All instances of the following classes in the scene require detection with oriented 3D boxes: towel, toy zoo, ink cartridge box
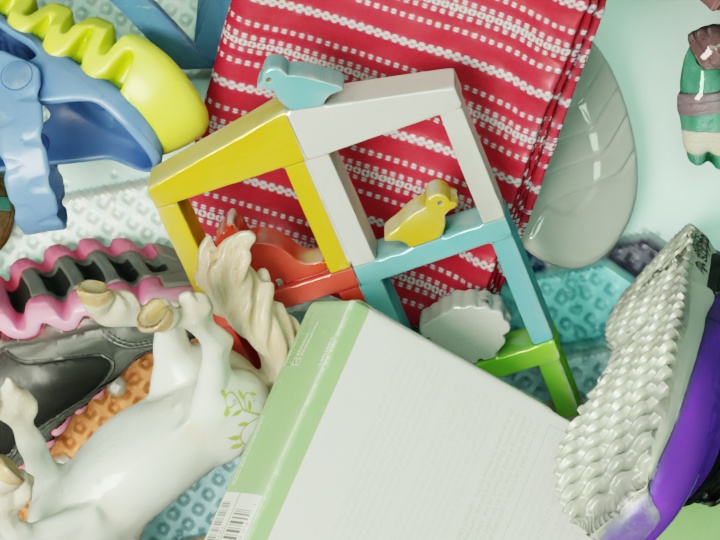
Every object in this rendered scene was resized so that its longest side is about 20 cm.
[{"bbox_3d":[0.009,-0.068,0.992,0.145,0.022,0.200,21,125,5],"label":"towel"},{"bbox_3d":[0.000,0.000,0.993,0.131,0.020,0.200,-18,117,12],"label":"toy zoo"},{"bbox_3d":[0.043,0.119,0.975,0.200,0.048,0.146,29,76,-20],"label":"ink cartridge box"}]

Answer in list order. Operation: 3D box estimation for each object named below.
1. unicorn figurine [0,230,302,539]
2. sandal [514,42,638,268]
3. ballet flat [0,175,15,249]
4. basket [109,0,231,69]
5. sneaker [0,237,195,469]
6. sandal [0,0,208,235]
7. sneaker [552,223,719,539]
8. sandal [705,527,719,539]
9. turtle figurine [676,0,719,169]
[{"bbox_3d":[-0.102,0.077,0.975,0.200,0.137,0.074,-29,52,5],"label":"unicorn figurine"},{"bbox_3d":[0.048,-0.092,1.040,0.082,0.050,0.203,-37,100,-15],"label":"sandal"},{"bbox_3d":[-0.245,-0.006,1.028,0.200,0.072,0.068,-12,88,1],"label":"ballet flat"},{"bbox_3d":[-0.081,-0.196,0.987,0.139,0.176,0.200,-3,75,15],"label":"basket"},{"bbox_3d":[-0.149,0.052,1.036,0.200,0.079,0.095,-18,110,1],"label":"sneaker"},{"bbox_3d":[-0.166,-0.079,1.003,0.200,0.079,0.087,25,68,21],"label":"sandal"},{"bbox_3d":[0.144,0.059,0.970,0.100,0.200,0.070,39,122,-6],"label":"sneaker"},{"bbox_3d":[0.142,0.137,1.029,0.200,0.054,0.080,43,90,1],"label":"sandal"},{"bbox_3d":[0.165,-0.130,1.015,0.200,0.101,0.150,39,75,13],"label":"turtle figurine"}]
